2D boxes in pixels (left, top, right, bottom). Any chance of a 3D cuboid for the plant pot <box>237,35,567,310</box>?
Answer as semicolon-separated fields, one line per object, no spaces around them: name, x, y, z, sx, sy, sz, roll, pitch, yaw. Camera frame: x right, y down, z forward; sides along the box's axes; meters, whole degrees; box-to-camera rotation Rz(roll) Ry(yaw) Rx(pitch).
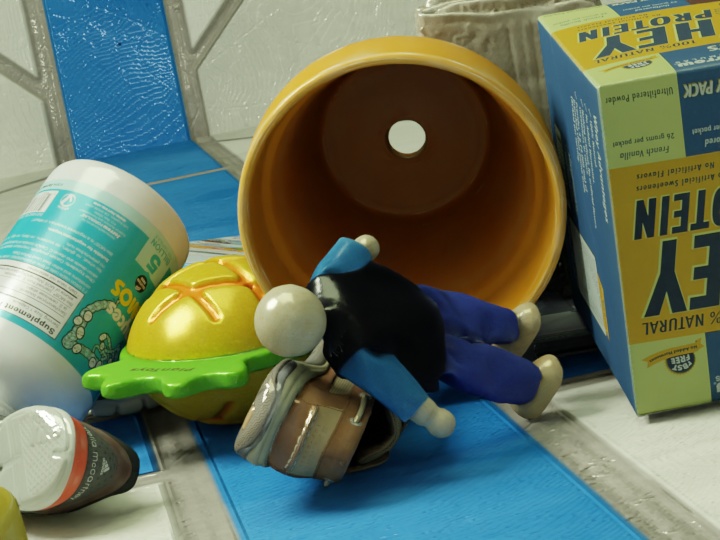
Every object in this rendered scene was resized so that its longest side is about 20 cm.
plant pot;0.028;-0.065;1.420;0.200;0.200;0.183;-10;20;6

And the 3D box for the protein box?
protein box;0.197;-0.048;1.311;0.135;0.199;0.200;-10;18;-2

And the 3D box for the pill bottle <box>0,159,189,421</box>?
pill bottle;-0.205;0.032;1.463;0.111;0.111;0.200;-1;49;46

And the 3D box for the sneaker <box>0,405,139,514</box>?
sneaker;-0.206;0.120;1.321;0.082;0.077;0.200;17;-10;-41

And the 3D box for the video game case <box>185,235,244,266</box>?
video game case;-0.098;-0.008;1.794;0.143;0.018;0.200;6;8;31

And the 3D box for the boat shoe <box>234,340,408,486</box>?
boat shoe;-0.009;0.085;1.272;0.072;0.076;0.200;26;16;11

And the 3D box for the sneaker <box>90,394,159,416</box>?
sneaker;-0.135;0.044;1.550;0.200;0.091;0.078;-14;9;-19

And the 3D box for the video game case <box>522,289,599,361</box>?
video game case;0.138;0.018;1.472;0.200;0.019;0.143;-10;24;-12

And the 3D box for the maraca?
maraca;-0.093;0.050;1.419;0.137;0.107;0.200;-6;11;25

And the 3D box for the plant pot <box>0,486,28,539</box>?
plant pot;-0.268;0.102;1.068;0.200;0.189;0.201;-10;9;2

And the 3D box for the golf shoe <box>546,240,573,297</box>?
golf shoe;0.170;-0.075;1.462;0.077;0.200;0.088;26;5;4

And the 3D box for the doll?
doll;0.027;0.040;1.246;0.200;0.137;0.048;13;-45;-38

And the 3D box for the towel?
towel;0.111;-0.102;1.528;0.132;0.200;0.034;-6;25;2
